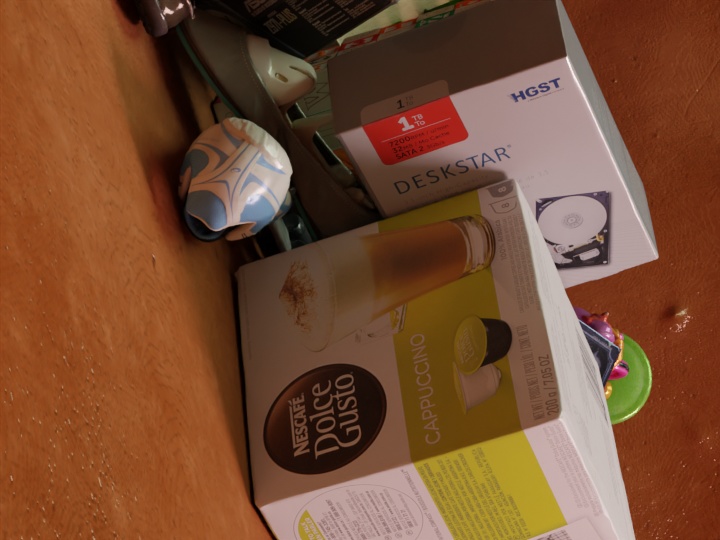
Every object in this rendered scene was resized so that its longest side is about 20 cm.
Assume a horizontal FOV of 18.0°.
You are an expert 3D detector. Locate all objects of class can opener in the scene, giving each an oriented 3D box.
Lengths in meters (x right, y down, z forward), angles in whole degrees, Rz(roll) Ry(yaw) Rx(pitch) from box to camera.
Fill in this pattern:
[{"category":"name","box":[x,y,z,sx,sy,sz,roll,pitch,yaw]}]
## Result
[{"category":"can opener","box":[-0.039,-0.015,1.582,0.053,0.066,0.200,-99,173,-45]}]

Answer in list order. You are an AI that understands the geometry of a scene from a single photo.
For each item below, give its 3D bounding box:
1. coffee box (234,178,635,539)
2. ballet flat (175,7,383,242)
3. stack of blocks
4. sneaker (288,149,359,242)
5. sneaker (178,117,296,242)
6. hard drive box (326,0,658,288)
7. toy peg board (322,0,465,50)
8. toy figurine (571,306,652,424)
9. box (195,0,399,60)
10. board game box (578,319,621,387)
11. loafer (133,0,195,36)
[{"category":"coffee box","box":[0.048,0.101,1.448,0.200,0.198,0.200,62,16,-45]},{"category":"ballet flat","box":[-0.044,-0.101,1.475,0.200,0.064,0.067,57,14,-22]},{"category":"stack of blocks","box":[0.005,-0.131,1.599,0.115,0.200,0.059,-73,145,-73]},{"category":"sneaker","box":[0.000,0.000,1.702,0.092,0.076,0.200,-5,-73,64]},{"category":"sneaker","box":[-0.082,-0.050,1.402,0.072,0.072,0.200,44,-4,1]},{"category":"hard drive box","box":[0.087,-0.072,1.471,0.077,0.156,0.200,-96,161,-44]},{"category":"toy peg board","box":[0.092,-0.130,1.738,0.200,0.098,0.199,-31,101,-50]},{"category":"toy figurine","box":[0.147,0.063,1.826,0.184,0.200,0.150,95,2,-75]},{"category":"box","box":[-0.011,-0.231,1.493,0.086,0.164,0.200,41,-25,-14]},{"category":"board game box","box":[0.091,0.070,1.682,0.200,0.035,0.136,33,76,-30]},{"category":"loafer","box":[-0.114,-0.217,1.437,0.200,0.071,0.073,-93,164,-56]}]
